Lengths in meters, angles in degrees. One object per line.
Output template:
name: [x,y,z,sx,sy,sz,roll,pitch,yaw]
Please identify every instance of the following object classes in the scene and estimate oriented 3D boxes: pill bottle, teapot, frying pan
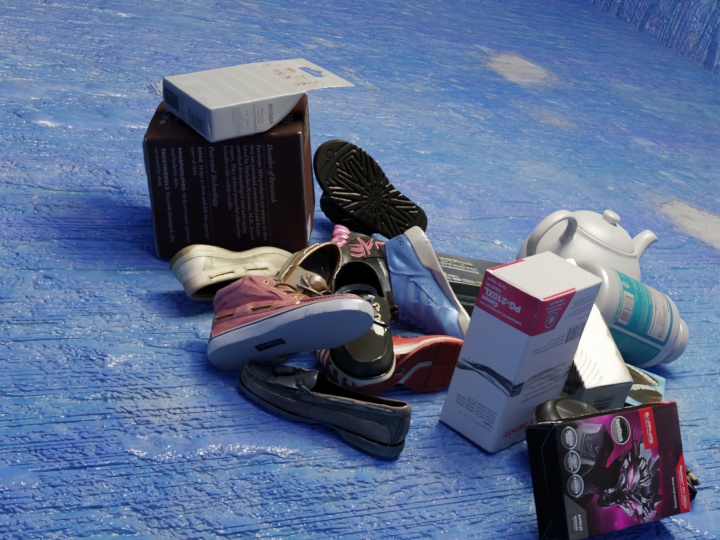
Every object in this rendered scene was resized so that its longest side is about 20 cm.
pill bottle: [0.355,0.066,1.862,0.199,0.111,0.111,23,17,-35]
teapot: [0.325,-0.020,1.981,0.197,0.146,0.200,26,19,-2]
frying pan: [0.283,0.195,1.551,0.189,0.031,0.115,25,24,5]

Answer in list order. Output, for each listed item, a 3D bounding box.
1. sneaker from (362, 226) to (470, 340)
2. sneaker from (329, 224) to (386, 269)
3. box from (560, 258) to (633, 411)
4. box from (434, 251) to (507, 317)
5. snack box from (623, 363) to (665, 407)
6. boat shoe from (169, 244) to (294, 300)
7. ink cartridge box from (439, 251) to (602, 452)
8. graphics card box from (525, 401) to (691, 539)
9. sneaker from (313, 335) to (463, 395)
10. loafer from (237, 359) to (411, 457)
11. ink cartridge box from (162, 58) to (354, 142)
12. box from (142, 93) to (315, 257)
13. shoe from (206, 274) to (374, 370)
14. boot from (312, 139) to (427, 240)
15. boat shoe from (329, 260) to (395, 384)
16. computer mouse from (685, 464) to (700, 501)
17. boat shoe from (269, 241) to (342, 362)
sneaker: [0.071,0.057,1.724,0.111,0.201,0.077,-28,2,-4]
sneaker: [0.000,0.000,1.801,0.095,0.079,0.200,13,25,-1]
box: [0.264,0.086,1.708,0.068,0.082,0.201,-8,50,-16]
box: [0.140,0.020,1.858,0.199,0.051,0.158,10,13,-12]
snack box: [0.292,0.140,1.774,0.199,0.037,0.116,21,23,6]
boat shoe: [-0.142,0.014,1.693,0.199,0.072,0.065,7,46,-46]
ink cartridge box: [0.185,0.093,1.595,0.084,0.201,0.145,30,26,30]
graphics card box: [0.269,0.214,1.478,0.199,0.126,0.051,-4,-4,-37]
sneaker: [0.034,0.088,1.647,0.199,0.079,0.116,-1,32,-40]
loafer: [-0.036,0.135,1.507,0.199,0.063,0.072,23,24,9]
ink cartridge box: [-0.130,-0.220,1.738,0.199,0.047,0.160,-12,26,-25]
box: [-0.165,-0.125,1.782,0.199,0.165,0.166,-3,24,2]
shoe: [-0.080,0.042,1.533,0.072,0.199,0.091,51,29,-47]
boot: [-0.016,-0.112,1.931,0.211,0.080,0.158,43,-9,-30]
boat shoe: [-0.002,0.058,1.569,0.073,0.063,0.202,-4,30,-3]
computer mouse: [0.300,0.228,1.588,0.199,0.044,0.110,8,30,-37]
boat shoe: [-0.075,0.028,1.643,0.076,0.072,0.200,41,38,-15]
